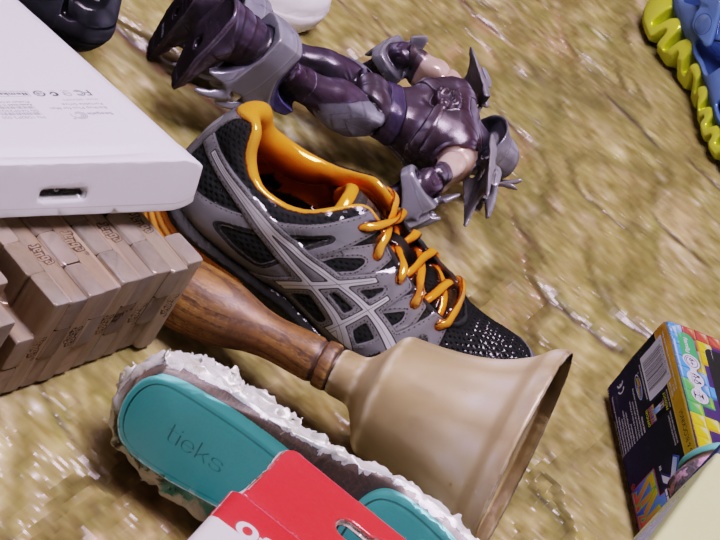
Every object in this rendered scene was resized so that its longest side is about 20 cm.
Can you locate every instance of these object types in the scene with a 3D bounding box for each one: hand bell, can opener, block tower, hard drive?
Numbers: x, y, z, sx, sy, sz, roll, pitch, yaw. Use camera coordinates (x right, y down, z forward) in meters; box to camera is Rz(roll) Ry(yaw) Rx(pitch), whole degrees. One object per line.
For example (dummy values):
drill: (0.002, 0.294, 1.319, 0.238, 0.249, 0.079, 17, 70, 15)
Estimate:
hand bell: (-0.021, 0.039, 1.008, 0.200, 0.104, 0.104, 25, 32, 10)
can opener: (-0.137, -0.164, 1.159, 0.063, 0.079, 0.200, 31, 21, -16)
block tower: (-0.153, 0.016, 0.927, 0.058, 0.054, 0.200, 48, 35, 18)
hard drive: (-0.174, -0.082, 0.999, 0.132, 0.026, 0.200, -3, 32, -40)

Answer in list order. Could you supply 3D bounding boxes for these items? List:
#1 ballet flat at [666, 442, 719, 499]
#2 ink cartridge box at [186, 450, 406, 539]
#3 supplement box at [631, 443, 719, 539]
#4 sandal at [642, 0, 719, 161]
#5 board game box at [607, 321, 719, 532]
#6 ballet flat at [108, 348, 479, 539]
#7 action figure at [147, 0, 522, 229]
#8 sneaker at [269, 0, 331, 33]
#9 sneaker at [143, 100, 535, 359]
ballet flat: (0.220, 0.118, 1.022, 0.199, 0.069, 0.071, 7, 61, -30)
ink cartridge box: (-0.040, 0.159, 0.835, 0.116, 0.067, 0.200, 39, 34, 5)
supplement box: (0.129, 0.197, 0.767, 0.200, 0.134, 0.200, 40, 34, 8)
sandal: (0.239, -0.116, 1.399, 0.079, 0.087, 0.200, 4, 46, -40)
board game box: (0.209, 0.131, 1.095, 0.165, 0.057, 0.200, 22, 36, -22)
ballet flat: (-0.010, 0.096, 0.944, 0.200, 0.072, 0.072, 39, 34, 6)
action figure: (-0.001, -0.083, 1.173, 0.200, 0.069, 0.130, 23, 28, -24)
sneaker: (-0.064, -0.205, 1.202, 0.200, 0.088, 0.075, 47, 31, -30)
sneaker: (0.000, 0.000, 1.058, 0.200, 0.077, 0.078, 31, 32, -8)
